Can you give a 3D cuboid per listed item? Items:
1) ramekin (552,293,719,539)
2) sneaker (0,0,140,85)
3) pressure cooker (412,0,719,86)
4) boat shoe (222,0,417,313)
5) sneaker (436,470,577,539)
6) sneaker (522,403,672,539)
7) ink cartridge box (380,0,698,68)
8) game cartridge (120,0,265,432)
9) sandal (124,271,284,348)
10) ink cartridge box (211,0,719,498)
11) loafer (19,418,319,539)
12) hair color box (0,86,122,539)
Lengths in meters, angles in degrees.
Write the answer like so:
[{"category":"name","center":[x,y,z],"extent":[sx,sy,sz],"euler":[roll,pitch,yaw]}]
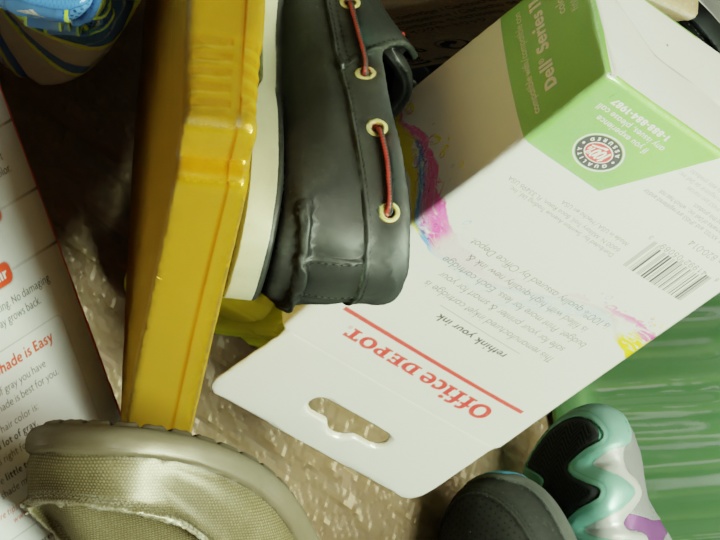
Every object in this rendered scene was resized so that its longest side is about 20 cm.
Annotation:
[{"category":"ramekin","center":[0.184,0.048,1.343],"extent":[0.200,0.098,0.200],"euler":[7,80,-48]},{"category":"sneaker","center":[-0.110,-0.108,0.980],"extent":[0.200,0.076,0.105],"euler":[104,2,-53]},{"category":"pressure cooker","center":[0.105,-0.076,1.211],"extent":[0.200,0.176,0.179],"euler":[-44,114,-46]},{"category":"boat shoe","center":[-0.014,-0.065,1.031],"extent":[0.063,0.074,0.201],"euler":[7,45,-10]},{"category":"sneaker","center":[0.043,0.177,1.189],"extent":[0.082,0.073,0.200],"euler":[19,72,-47]},{"category":"sneaker","center":[0.135,0.156,1.276],"extent":[0.140,0.078,0.200],"euler":[0,95,-32]},{"category":"ink cartridge box","center":[0.032,-0.166,1.119],"extent":[0.075,0.200,0.165],"euler":[14,74,-46]},{"category":"game cartridge","center":[-0.055,-0.065,1.010],"extent":[0.032,0.176,0.200],"euler":[5,54,-9]},{"category":"sandal","center":[0.000,0.000,1.153],"extent":[0.200,0.079,0.087],"euler":[27,73,-46]},{"category":"ink cartridge box","center":[0.048,-0.010,1.064],"extent":[0.117,0.200,0.067],"euler":[32,34,-35]},{"category":"loafer","center":[-0.049,0.113,1.007],"extent":[0.200,0.076,0.067],"euler":[44,53,-45]},{"category":"hair color box","center":[-0.149,0.023,1.000],"extent":[0.102,0.061,0.200],"euler":[-34,112,-45]}]
